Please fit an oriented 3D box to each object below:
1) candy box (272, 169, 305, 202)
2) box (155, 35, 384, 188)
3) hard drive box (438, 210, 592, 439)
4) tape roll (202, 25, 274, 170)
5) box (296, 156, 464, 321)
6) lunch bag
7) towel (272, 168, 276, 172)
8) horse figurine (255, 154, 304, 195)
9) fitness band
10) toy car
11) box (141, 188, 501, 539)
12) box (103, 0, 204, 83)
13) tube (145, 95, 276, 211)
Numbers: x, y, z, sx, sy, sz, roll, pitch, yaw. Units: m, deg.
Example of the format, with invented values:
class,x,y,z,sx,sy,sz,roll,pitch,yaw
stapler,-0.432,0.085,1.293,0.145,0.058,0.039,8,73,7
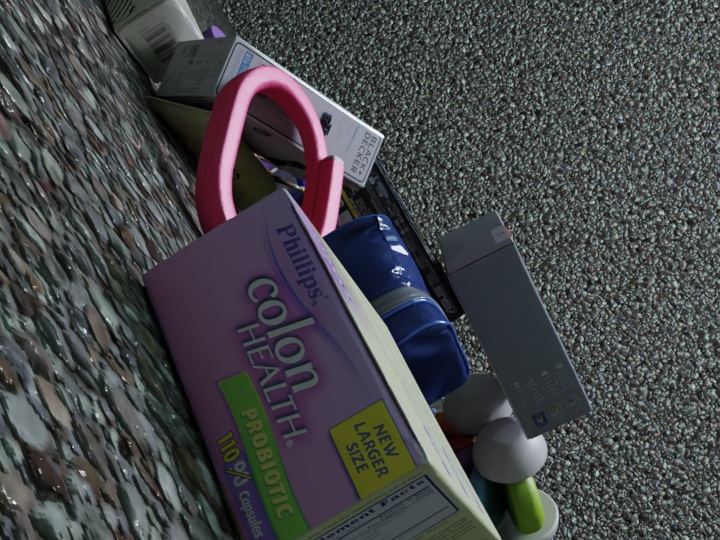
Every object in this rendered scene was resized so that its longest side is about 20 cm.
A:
class,x,y,z,sx,sy,sz,roll,pitch,yaw
candy box,-0.061,-0.038,1.213,0.170,0.077,0.200,57,5,-20
box,-0.086,-0.153,0.931,0.199,0.061,0.116,27,-9,-40
hard drive box,0.162,0.054,1.013,0.201,0.076,0.156,62,8,-14
tape roll,-0.165,-0.229,1.273,0.201,0.065,0.200,55,7,-10
box,0.000,0.000,1.030,0.201,0.160,0.049,59,8,4
lunch bag,0.009,0.066,0.787,0.133,0.135,0.200,61,2,27
towel,-0.131,-0.127,1.454,0.150,0.031,0.200,57,5,-1
horse figurine,-0.128,-0.146,1.090,0.132,0.050,0.200,25,12,-25
fitness band,-0.074,-0.081,0.808,0.143,0.037,0.202,37,50,-42
toy car,0.133,0.235,1.095,0.200,0.149,0.176,-123,-166,-54
box,-0.016,0.086,0.547,0.177,0.096,0.200,61,3,31
box,-0.226,-0.289,0.976,0.082,0.068,0.201,55,5,-48
tube,-0.139,-0.116,0.931,0.200,0.058,0.052,56,11,-67
